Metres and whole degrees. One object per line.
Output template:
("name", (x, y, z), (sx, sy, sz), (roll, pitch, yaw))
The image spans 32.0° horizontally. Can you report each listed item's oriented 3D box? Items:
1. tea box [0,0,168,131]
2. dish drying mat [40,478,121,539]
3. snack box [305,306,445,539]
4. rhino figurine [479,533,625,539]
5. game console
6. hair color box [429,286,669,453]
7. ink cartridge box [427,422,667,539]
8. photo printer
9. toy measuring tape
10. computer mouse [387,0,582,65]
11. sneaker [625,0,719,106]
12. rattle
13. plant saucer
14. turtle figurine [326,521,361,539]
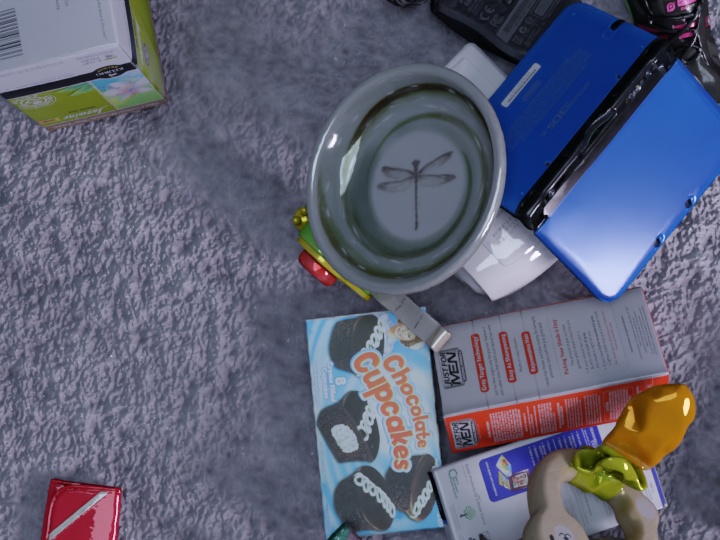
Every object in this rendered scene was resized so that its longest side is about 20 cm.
("tea box", (-0.276, -0.259, 1.166), (0.132, 0.197, 0.203), (-12, 81, 4))
("dish drying mat", (-0.273, 0.303, 1.187), (0.076, 0.018, 0.203), (6, 84, 6))
("snack box", (0.016, 0.140, 1.165), (0.114, 0.037, 0.203), (-7, 82, 4))
("rhino figurine", (0.163, 0.265, 1.078), (0.197, 0.060, 0.089), (9, 104, -22))
("game console", (0.205, -0.107, 1.118), (0.201, 0.118, 0.170), (-49, 50, -5))
("hair color box", (0.167, 0.088, 1.124), (0.197, 0.062, 0.103), (-10, 49, 5))
("ink cartridge box", (0.167, 0.197, 1.129), (0.197, 0.039, 0.101), (-16, 82, -9))
("photo printer", (0.115, -0.085, 1.166), (0.166, 0.069, 0.200), (-44, 81, -2))
("toy measuring tape", (0.000, 0.000, 1.142), (0.074, 0.074, 0.200), (-47, 59, -1))
("computer mouse", (0.131, -0.261, 1.200), (0.199, 0.053, 0.139), (39, 87, 20))
("sneaker", (0.288, -0.224, 1.157), (0.076, 0.084, 0.203), (-22, 81, 4))
("rattle", (0.198, 0.197, 1.006), (0.142, 0.199, 0.131), (-33, 87, 39))
("plant saucer", (0.045, -0.076, 1.094), (0.198, 0.050, 0.204), (-8, 76, 32))
("turtle figurine", (0.027, 0.326, 1.110), (0.200, 0.101, 0.150), (42, 83, 6))
